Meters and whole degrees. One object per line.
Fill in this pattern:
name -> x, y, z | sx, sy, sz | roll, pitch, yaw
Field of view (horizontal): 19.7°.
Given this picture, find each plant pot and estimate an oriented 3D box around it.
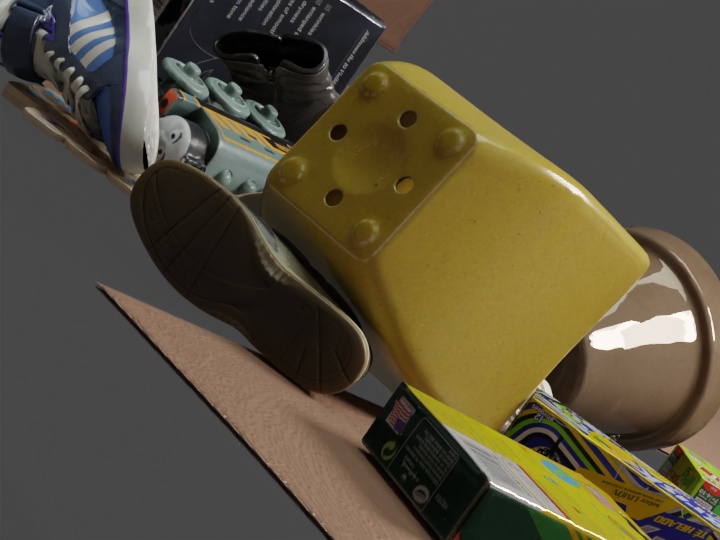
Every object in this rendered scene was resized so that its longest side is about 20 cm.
plant pot -> 0.197, 0.066, 1.797 | 0.200, 0.200, 0.174 | 40, 28, 31
plant pot -> 0.044, -0.030, 1.438 | 0.194, 0.196, 0.200 | 41, -4, 37

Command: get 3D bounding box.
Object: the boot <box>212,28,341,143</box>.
boot -> -0.101, -0.157, 1.787 | 0.200, 0.070, 0.132 | 0, -36, 23

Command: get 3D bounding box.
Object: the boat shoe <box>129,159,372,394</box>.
boat shoe -> -0.072, 0.007, 1.375 | 0.200, 0.073, 0.065 | 46, 5, 11

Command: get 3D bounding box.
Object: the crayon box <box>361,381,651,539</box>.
crayon box -> 0.108, 0.153, 1.291 | 0.200, 0.051, 0.127 | 29, 10, -33

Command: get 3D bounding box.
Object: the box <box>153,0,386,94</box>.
box -> -0.120, -0.214, 1.975 | 0.196, 0.200, 0.124 | 29, 10, -37

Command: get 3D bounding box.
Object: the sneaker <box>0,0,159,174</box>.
sneaker -> -0.228, -0.149, 1.568 | 0.081, 0.146, 0.200 | 90, -4, -52

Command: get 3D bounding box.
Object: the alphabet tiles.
alphabet tiles -> -0.184, -0.082, 1.607 | 0.200, 0.015, 0.196 | 36, 8, 9

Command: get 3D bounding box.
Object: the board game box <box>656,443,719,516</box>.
board game box -> 0.356, 0.237, 1.828 | 0.200, 0.048, 0.102 | 33, 9, -9

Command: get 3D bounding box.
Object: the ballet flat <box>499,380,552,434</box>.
ballet flat -> 0.103, 0.094, 1.579 | 0.200, 0.064, 0.076 | 38, 8, 20

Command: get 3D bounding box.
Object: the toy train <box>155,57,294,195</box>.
toy train -> -0.110, -0.097, 1.676 | 0.200, 0.085, 0.114 | 24, 23, -52

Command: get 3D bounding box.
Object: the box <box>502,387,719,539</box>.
box -> 0.187, 0.169, 1.479 | 0.200, 0.064, 0.070 | 35, 8, 5

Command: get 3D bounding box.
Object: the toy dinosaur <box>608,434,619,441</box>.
toy dinosaur -> 0.213, 0.172, 1.640 | 0.200, 0.047, 0.088 | 37, -6, 16

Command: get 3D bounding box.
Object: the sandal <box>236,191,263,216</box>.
sandal -> -0.062, -0.030, 1.620 | 0.070, 0.078, 0.212 | -4, -3, 38
